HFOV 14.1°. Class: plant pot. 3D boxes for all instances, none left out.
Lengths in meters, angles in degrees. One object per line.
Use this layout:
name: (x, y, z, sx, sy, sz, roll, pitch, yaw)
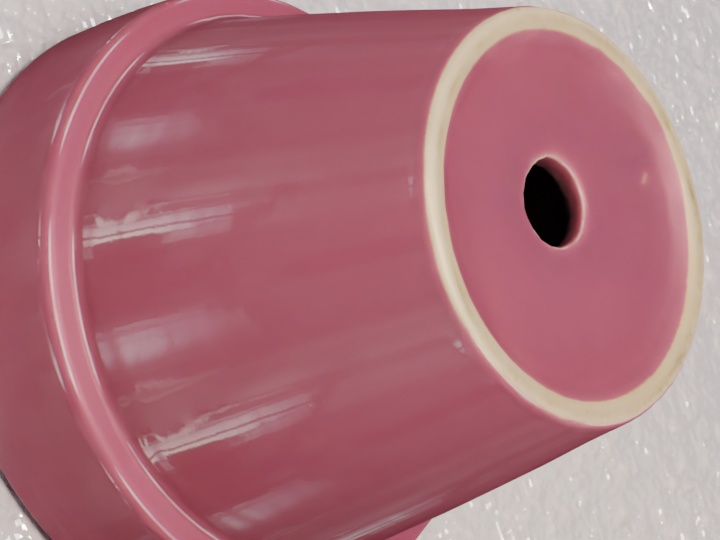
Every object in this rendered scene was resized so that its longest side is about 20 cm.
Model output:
plant pot: (0.000, 0.000, 0.916, 0.199, 0.178, 0.201, 14, 71, -43)
